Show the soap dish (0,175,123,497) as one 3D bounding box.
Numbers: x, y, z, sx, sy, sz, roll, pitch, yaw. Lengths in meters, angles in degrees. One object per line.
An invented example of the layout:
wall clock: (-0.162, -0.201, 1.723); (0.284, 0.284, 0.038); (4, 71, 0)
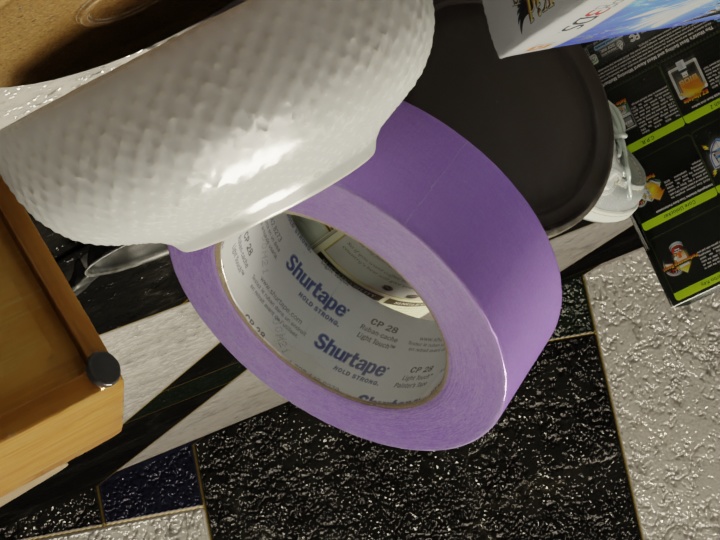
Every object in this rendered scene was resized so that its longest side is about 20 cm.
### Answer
soap dish: (-0.210, 0.037, 0.880); (0.200, 0.158, 0.081); (-27, 175, -40)

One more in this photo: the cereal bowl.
cereal bowl: (-0.053, -0.066, 0.861); (0.199, 0.084, 0.200); (-27, -171, 5)

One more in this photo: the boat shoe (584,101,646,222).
boat shoe: (0.129, -0.092, 1.290); (0.065, 0.075, 0.202); (-36, 137, 22)

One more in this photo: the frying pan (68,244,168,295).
frying pan: (-0.145, -0.013, 1.310); (0.115, 0.031, 0.190); (-18, 173, -42)

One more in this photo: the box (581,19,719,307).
box: (0.259, -0.103, 1.359); (0.199, 0.194, 0.047); (-28, 172, 22)

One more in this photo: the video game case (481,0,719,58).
video game case: (0.179, -0.154, 0.927); (0.199, 0.046, 0.181); (-12, 176, -20)

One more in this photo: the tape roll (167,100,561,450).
tape roll: (0.000, 0.000, 1.035); (0.066, 0.200, 0.200); (-53, -171, -33)

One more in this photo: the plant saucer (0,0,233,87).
plant saucer: (-0.092, -0.115, 0.755); (0.199, 0.036, 0.200); (-25, 173, -3)

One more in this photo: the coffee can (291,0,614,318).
coffee can: (0.026, -0.053, 1.139); (0.146, 0.147, 0.200); (-19, 171, -34)

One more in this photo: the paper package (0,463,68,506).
paper package: (-0.356, 0.154, 1.522); (0.190, 0.104, 0.200); (-30, 170, 34)
